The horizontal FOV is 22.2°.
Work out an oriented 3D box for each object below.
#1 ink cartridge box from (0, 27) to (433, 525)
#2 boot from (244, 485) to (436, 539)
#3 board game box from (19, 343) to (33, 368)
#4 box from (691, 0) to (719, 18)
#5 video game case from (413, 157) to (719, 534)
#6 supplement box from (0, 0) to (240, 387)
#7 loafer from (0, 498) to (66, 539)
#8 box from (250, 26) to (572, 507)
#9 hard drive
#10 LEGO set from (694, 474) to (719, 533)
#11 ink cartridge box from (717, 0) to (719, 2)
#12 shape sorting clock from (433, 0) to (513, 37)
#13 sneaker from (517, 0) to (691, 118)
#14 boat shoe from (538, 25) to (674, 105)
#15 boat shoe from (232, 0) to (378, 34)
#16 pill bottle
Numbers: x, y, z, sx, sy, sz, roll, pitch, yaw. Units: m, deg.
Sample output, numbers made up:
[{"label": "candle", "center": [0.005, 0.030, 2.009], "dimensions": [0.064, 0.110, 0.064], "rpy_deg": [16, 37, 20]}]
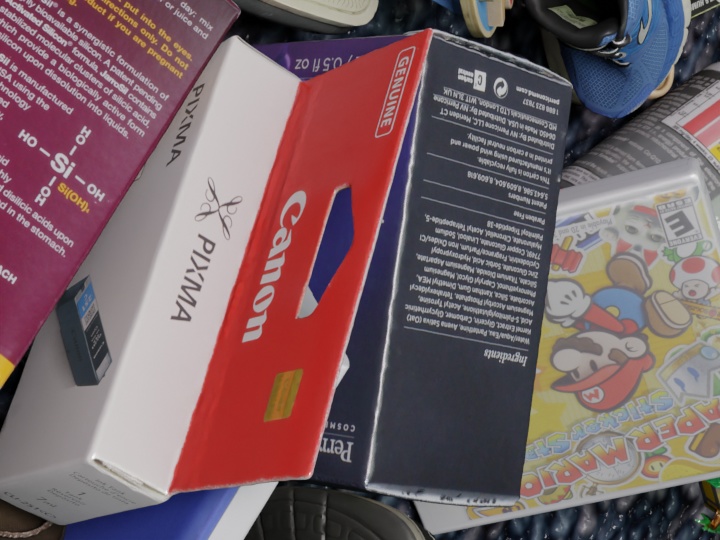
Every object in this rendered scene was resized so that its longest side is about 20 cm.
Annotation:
[{"label": "ink cartridge box", "center": [-0.064, -0.004, 0.744], "dimensions": [0.045, 0.176, 0.200], "rpy_deg": [31, 60, -29]}, {"label": "boot", "center": [-0.006, 0.146, 0.871], "dimensions": [0.154, 0.203, 0.074], "rpy_deg": [10, 71, -45]}, {"label": "board game box", "center": [-0.098, 0.027, 0.876], "dimensions": [0.200, 0.023, 0.105], "rpy_deg": [40, 70, -38]}, {"label": "box", "center": [0.164, -0.242, 1.024], "dimensions": [0.075, 0.050, 0.200], "rpy_deg": [-26, 114, -32]}, {"label": "video game case", "center": [0.100, 0.046, 0.953], "dimensions": [0.023, 0.200, 0.182], "rpy_deg": [-78, 150, -58]}, {"label": "supplement box", "center": [-0.144, -0.041, 0.719], "dimensions": [0.086, 0.110, 0.200], "rpy_deg": [38, 57, -16]}, {"label": "loafer", "center": [-0.197, 0.076, 0.753], "dimensions": [0.200, 0.073, 0.071], "rpy_deg": [20, 117, -41]}, {"label": "box", "center": [0.000, 0.000, 0.844], "dimensions": [0.104, 0.148, 0.200], "rpy_deg": [13, 82, -45]}, {"label": "hard drive", "center": [-0.080, 0.086, 0.784], "dimensions": [0.025, 0.132, 0.200], "rpy_deg": [22, 109, -28]}, {"label": "LEGO set", "center": [0.228, 0.067, 1.073], "dimensions": [0.200, 0.154, 0.116], "rpy_deg": [-52, 145, -19]}, {"label": "ink cartridge box", "center": [0.154, -0.243, 0.929], "dimensions": [0.117, 0.067, 0.200], "rpy_deg": [-38, 105, -18]}, {"label": "shape sorting clock", "center": [0.059, -0.202, 0.804], "dimensions": [0.200, 0.039, 0.200], "rpy_deg": [6, 90, -82]}, {"label": "sneaker", "center": [0.109, -0.136, 0.890], "dimensions": [0.089, 0.079, 0.200], "rpy_deg": [-58, 154, -23]}, {"label": "boat shoe", "center": [0.124, -0.179, 0.990], "dimensions": [0.074, 0.069, 0.200], "rpy_deg": [-41, 123, -27]}, {"label": "boat shoe", "center": [-0.083, -0.151, 0.800], "dimensions": [0.200, 0.068, 0.072], "rpy_deg": [18, 63, -27]}, {"label": "pill bottle", "center": [0.193, -0.044, 1.015], "dimensions": [0.200, 0.116, 0.116], "rpy_deg": [-36, 122, -10]}]
